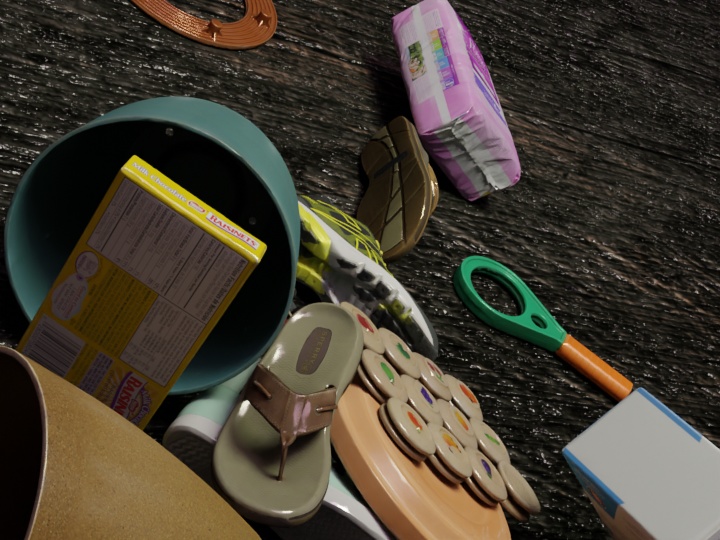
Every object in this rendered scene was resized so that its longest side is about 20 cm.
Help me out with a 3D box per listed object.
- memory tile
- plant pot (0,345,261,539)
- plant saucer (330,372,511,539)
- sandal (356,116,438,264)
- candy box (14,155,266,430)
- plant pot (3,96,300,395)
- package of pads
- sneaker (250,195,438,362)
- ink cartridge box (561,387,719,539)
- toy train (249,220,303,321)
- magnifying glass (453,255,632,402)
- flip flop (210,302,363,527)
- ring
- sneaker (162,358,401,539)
[{"bbox_3d":[0.059,0.109,1.082,0.200,0.017,0.153,36,19,-45],"label":"memory tile"},{"bbox_3d":[-0.152,0.162,0.800,0.200,0.186,0.187,27,33,-38],"label":"plant pot"},{"bbox_3d":[0.047,0.148,1.041,0.200,0.032,0.200,46,15,-16],"label":"plant saucer"},{"bbox_3d":[0.041,-0.074,1.336,0.054,0.080,0.200,45,24,-28],"label":"sandal"},{"bbox_3d":[-0.151,0.029,0.915,0.102,0.200,0.026,33,32,-6],"label":"candy box"},{"bbox_3d":[-0.133,-0.034,1.022,0.200,0.201,0.161,33,21,-6],"label":"plant pot"},{"bbox_3d":[0.097,-0.179,1.465,0.121,0.075,0.200,51,20,-43],"label":"package of pads"},{"bbox_3d":[0.000,0.000,1.198,0.200,0.075,0.085,46,34,12],"label":"sneaker"},{"bbox_3d":[0.252,0.205,1.060,0.145,0.085,0.200,43,-12,51],"label":"ink cartridge box"},{"bbox_3d":[-0.070,0.033,1.136,0.046,0.034,0.200,-13,58,-34],"label":"toy train"},{"bbox_3d":[0.172,0.057,1.339,0.200,0.022,0.080,36,34,1],"label":"magnifying glass"},{"bbox_3d":[-0.043,0.086,0.948,0.081,0.058,0.200,17,45,7],"label":"flip flop"},{"bbox_3d":[-0.171,-0.299,1.445,0.200,0.019,0.201,25,35,-19],"label":"ring"},{"bbox_3d":[-0.029,0.135,1.008,0.200,0.074,0.118,35,40,0],"label":"sneaker"}]
